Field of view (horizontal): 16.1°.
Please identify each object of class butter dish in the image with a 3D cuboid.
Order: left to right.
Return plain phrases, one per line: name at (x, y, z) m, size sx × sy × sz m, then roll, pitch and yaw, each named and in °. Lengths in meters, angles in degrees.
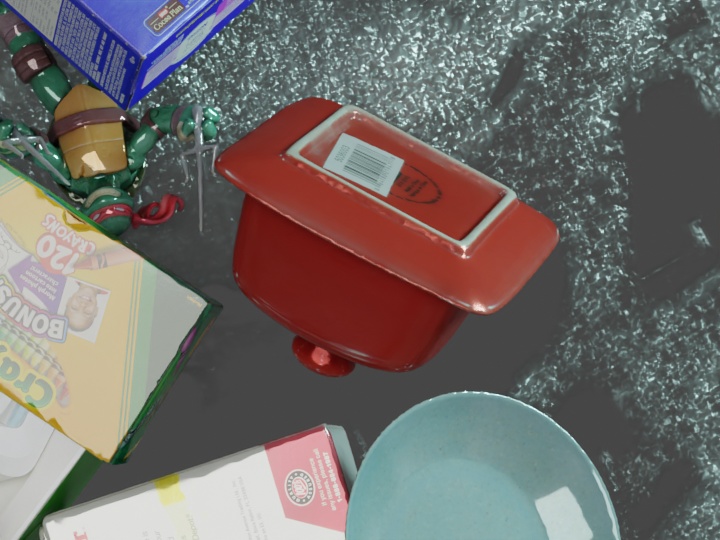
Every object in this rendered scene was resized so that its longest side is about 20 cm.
butter dish at (0.000, 0.000, 1.616) m, size 0.198 × 0.200 × 0.149 m, roll 29°, pitch 114°, yaw 8°

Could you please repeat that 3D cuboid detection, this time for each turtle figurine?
turtle figurine at (-0.178, -0.096, 1.667) m, size 0.149 × 0.101 × 0.201 m, roll -11°, pitch 68°, yaw -20°

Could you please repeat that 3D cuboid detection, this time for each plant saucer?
plant saucer at (0.072, 0.179, 1.618) m, size 0.200 × 0.039 × 0.203 m, roll 8°, pitch 72°, yaw -26°

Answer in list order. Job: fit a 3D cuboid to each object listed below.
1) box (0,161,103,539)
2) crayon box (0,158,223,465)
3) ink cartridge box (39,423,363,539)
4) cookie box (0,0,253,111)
box at (-0.230, 0.057, 1.670) m, size 0.176 × 0.097 × 0.200 m, roll 39°, pitch 92°, yaw 6°
crayon box at (-0.200, 0.018, 1.590) m, size 0.199 × 0.058 × 0.119 m, roll 33°, pitch 91°, yaw 7°
ink cartridge box at (-0.089, 0.197, 1.647) m, size 0.199 × 0.083 × 0.146 m, roll -17°, pitch 85°, yaw 6°
cookie box at (-0.164, -0.230, 1.649) m, size 0.200 × 0.075 × 0.171 m, roll 41°, pitch 59°, yaw 7°
